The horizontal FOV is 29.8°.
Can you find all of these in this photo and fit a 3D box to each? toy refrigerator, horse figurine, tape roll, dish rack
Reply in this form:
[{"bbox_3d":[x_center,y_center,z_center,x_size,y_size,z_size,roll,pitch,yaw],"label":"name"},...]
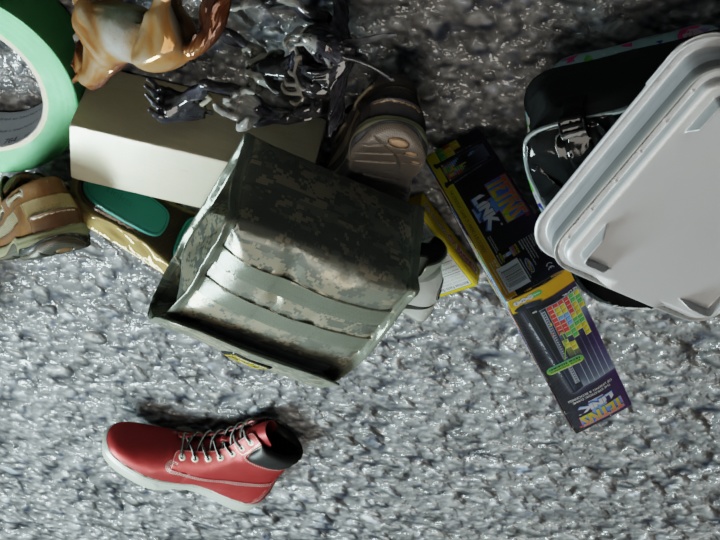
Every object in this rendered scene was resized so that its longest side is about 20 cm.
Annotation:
[{"bbox_3d":[-0.135,-0.099,1.128,0.199,0.076,0.070,12,139,0],"label":"toy refrigerator"},{"bbox_3d":[-0.162,-0.193,0.996,0.199,0.050,0.134,11,109,38],"label":"horse figurine"},{"bbox_3d":[-0.323,-0.169,1.120,0.199,0.048,0.201,8,139,7],"label":"tape roll"},{"bbox_3d":[0.233,-0.048,0.907,0.171,0.044,0.200,21,126,-25],"label":"dish rack"}]

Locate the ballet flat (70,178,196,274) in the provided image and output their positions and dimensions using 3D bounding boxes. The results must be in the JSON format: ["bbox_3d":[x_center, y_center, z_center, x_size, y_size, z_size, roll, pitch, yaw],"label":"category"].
[{"bbox_3d":[-0.178,-0.028,1.236,0.199,0.069,0.063,36,147,-13],"label":"ballet flat"}]

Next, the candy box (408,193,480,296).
[{"bbox_3d":[0.000,0.000,1.239,0.199,0.027,0.102,-18,128,31],"label":"candy box"}]

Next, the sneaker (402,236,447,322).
[{"bbox_3d":[-0.027,0.004,1.179,0.199,0.074,0.089,13,128,12],"label":"sneaker"}]

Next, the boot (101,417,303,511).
[{"bbox_3d":[-0.169,0.186,1.464,0.199,0.073,0.144,20,139,-20],"label":"boot"}]

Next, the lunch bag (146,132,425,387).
[{"bbox_3d":[-0.066,0.014,1.081,0.163,0.118,0.200,22,136,-16],"label":"lunch bag"}]

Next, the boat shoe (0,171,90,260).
[{"bbox_3d":[-0.285,-0.051,1.192,0.200,0.075,0.074,1,105,63],"label":"boat shoe"}]

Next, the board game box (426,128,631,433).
[{"bbox_3d":[0.133,0.006,1.082,0.056,0.200,0.166,-29,130,5],"label":"board game box"}]

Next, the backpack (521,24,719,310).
[{"bbox_3d":[0.220,-0.072,1.005,0.176,0.151,0.201,-12,124,21],"label":"backpack"}]

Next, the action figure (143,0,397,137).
[{"bbox_3d":[-0.077,-0.158,1.018,0.199,0.120,0.102,-3,174,28],"label":"action figure"}]

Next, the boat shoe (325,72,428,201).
[{"bbox_3d":[0.014,-0.097,1.097,0.074,0.074,0.200,13,161,-13],"label":"boat shoe"}]
